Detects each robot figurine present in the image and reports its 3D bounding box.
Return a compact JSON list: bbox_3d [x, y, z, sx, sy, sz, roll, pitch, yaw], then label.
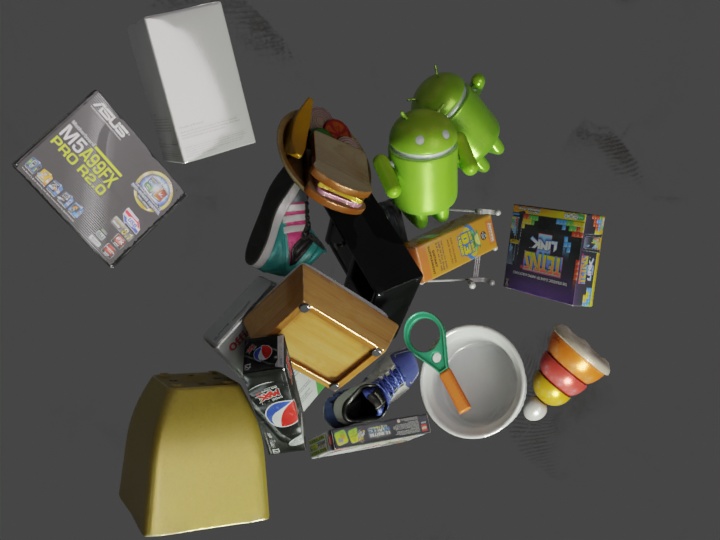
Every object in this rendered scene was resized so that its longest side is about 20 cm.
[{"bbox_3d":[0.105,-0.176,1.279,0.172,0.116,0.204,-16,125,-17],"label":"robot figurine"},{"bbox_3d":[0.169,-0.266,1.367,0.199,0.116,0.176,40,91,-27],"label":"robot figurine"}]

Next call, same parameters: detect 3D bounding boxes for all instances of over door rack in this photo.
[{"bbox_3d":[0.180,-0.045,1.439,0.196,0.066,0.152,1,97,-29],"label":"over door rack"}]

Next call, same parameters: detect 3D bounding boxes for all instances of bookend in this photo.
[{"bbox_3d":[0.000,0.000,1.318,0.090,0.200,0.202,-19,63,-24],"label":"bookend"}]

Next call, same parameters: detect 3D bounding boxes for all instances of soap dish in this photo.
[{"bbox_3d":[-0.061,0.094,1.184,0.198,0.082,0.157,33,125,-27],"label":"soap dish"}]

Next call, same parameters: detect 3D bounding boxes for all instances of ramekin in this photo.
[{"bbox_3d":[0.217,0.209,1.430,0.205,0.197,0.097,-67,155,-2],"label":"ramekin"}]

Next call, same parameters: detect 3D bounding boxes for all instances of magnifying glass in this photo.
[{"bbox_3d":[0.143,0.166,1.405,0.079,0.203,0.022,-33,159,12],"label":"magnifying glass"}]

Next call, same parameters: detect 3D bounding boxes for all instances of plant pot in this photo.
[{"bbox_3d":[-0.258,0.265,1.187,0.190,0.194,0.206,1,92,-29],"label":"plant pot"}]

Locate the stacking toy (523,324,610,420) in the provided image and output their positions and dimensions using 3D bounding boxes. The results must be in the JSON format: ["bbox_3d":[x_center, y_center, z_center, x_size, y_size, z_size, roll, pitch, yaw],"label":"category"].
[{"bbox_3d":[0.407,0.228,1.600,0.145,0.147,0.201,32,102,-29],"label":"stacking toy"}]

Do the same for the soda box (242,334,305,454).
[{"bbox_3d":[-0.128,0.193,1.169,0.062,0.072,0.203,-8,133,1],"label":"soda box"}]

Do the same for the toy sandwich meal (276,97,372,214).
[{"bbox_3d":[-0.047,-0.188,1.233,0.202,0.070,0.209,21,51,-28],"label":"toy sandwich meal"}]

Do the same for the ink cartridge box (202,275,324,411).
[{"bbox_3d":[-0.143,0.132,1.279,0.147,0.083,0.201,-46,116,-15],"label":"ink cartridge box"}]

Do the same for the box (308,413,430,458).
[{"bbox_3d":[0.017,0.298,1.381,0.196,0.110,0.036,-3,71,-29],"label":"box"}]

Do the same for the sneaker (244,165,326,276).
[{"bbox_3d":[-0.101,-0.077,1.270,0.120,0.083,0.204,31,76,-36],"label":"sneaker"}]

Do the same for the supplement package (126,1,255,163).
[{"bbox_3d":[-0.249,-0.274,1.130,0.118,0.121,0.205,-21,109,-24],"label":"supplement package"}]

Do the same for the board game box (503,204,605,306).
[{"bbox_3d":[0.364,-0.033,1.466,0.056,0.199,0.170,4,97,-30],"label":"board game box"}]

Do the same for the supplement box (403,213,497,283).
[{"bbox_3d":[0.150,-0.041,1.333,0.198,0.068,0.068,-25,105,-38],"label":"supplement box"}]

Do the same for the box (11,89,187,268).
[{"bbox_3d":[-0.379,-0.132,1.126,0.160,0.044,0.201,-45,117,-15],"label":"box"}]

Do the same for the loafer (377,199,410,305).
[{"bbox_3d":[0.066,-0.028,1.376,0.072,0.072,0.205,-29,115,-48],"label":"loafer"}]

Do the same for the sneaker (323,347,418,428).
[{"bbox_3d":[0.034,0.220,1.367,0.197,0.115,0.082,-32,95,-21],"label":"sneaker"}]
